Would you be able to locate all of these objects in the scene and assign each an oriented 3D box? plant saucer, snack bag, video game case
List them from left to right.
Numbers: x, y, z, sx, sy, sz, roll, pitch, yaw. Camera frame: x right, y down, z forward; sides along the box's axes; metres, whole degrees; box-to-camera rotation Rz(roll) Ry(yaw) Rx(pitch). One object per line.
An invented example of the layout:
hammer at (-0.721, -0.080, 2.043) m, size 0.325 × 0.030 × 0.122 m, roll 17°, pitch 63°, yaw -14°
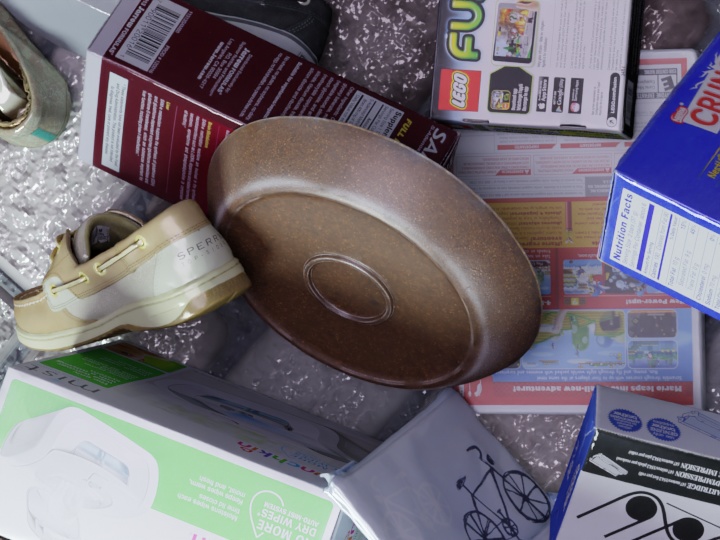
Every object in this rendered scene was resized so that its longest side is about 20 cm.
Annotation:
plant saucer at (0.000, 0.000, 1.600) m, size 0.200 × 0.200 × 0.035 m, roll 22°, pitch 55°, yaw 13°
snack bag at (0.082, 0.153, 1.578) m, size 0.200 × 0.189 × 0.021 m, roll 48°, pitch 117°, yaw 5°
video game case at (0.118, -0.021, 1.652) m, size 0.143 × 0.017 × 0.200 m, roll 0°, pitch 92°, yaw 15°

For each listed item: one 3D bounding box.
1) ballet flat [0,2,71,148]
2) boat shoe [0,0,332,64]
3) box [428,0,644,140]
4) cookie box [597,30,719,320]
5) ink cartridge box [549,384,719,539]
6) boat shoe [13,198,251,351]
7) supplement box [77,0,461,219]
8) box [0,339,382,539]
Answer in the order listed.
ballet flat at (-0.242, -0.151, 1.720) m, size 0.200 × 0.062 × 0.067 m, roll 44°, pitch 102°, yaw 10°
boat shoe at (-0.110, -0.147, 1.690) m, size 0.200 × 0.069 × 0.057 m, roll 17°, pitch 64°, yaw 17°
box at (0.101, -0.175, 1.629) m, size 0.110 × 0.035 × 0.200 m, roll 5°, pitch 87°, yaw 16°
cookie box at (0.245, -0.036, 1.487) m, size 0.200 × 0.171 × 0.075 m, roll 27°, pitch 142°, yaw 17°
ink cartridge box at (0.207, 0.130, 1.574) m, size 0.200 × 0.044 × 0.094 m, roll 13°, pitch 124°, yaw -4°
boat shoe at (-0.134, -0.001, 1.654) m, size 0.200 × 0.074 × 0.066 m, roll -13°, pitch 101°, yaw 50°
supplement box at (-0.052, -0.069, 1.637) m, size 0.200 × 0.109 × 0.061 m, roll 26°, pitch 58°, yaw 8°
box at (-0.089, 0.122, 1.632) m, size 0.200 × 0.176 × 0.097 m, roll 21°, pitch 98°, yaw 14°
